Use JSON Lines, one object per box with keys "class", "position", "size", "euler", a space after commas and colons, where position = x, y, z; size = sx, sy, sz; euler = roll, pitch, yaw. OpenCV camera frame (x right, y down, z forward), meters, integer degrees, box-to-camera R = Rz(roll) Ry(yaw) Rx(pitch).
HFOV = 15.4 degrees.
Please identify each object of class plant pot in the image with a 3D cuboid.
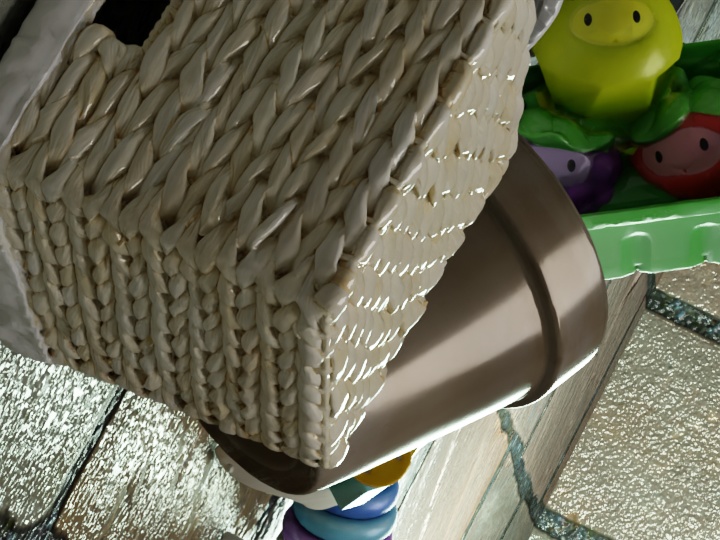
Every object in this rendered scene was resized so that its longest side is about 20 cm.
{"class": "plant pot", "position": [-0.003, 0.020, 1.385], "size": [0.174, 0.200, 0.200], "euler": [-38, 157, -27]}

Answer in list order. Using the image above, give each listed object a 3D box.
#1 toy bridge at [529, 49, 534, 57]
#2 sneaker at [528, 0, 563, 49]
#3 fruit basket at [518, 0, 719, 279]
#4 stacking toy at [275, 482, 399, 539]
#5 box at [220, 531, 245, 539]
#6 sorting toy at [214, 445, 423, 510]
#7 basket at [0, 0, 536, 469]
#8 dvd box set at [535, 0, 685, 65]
{"class": "toy bridge", "position": [0.086, -0.077, 1.749], "size": [0.027, 0.067, 0.200], "euler": [-74, 163, -57]}
{"class": "sneaker", "position": [0.061, -0.131, 1.592], "size": [0.200, 0.078, 0.099], "euler": [-57, 177, 12]}
{"class": "fruit basket", "position": [0.158, -0.101, 1.641], "size": [0.216, 0.215, 0.156], "euler": [104, -14, -47]}
{"class": "stacking toy", "position": [-0.003, 0.126, 1.854], "size": [0.085, 0.085, 0.200], "euler": [-45, 151, -59]}
{"class": "box", "position": [-0.020, 0.269, 1.745], "size": [0.101, 0.200, 0.113], "euler": [-61, 168, -14]}
{"class": "sorting toy", "position": [0.009, 0.081, 1.679], "size": [0.200, 0.107, 0.180], "euler": [-56, 169, -16]}
{"class": "basket", "position": [-0.040, -0.051, 1.061], "size": [0.198, 0.161, 0.200], "euler": [-60, 170, -21]}
{"class": "dvd box set", "position": [0.140, -0.117, 1.850], "size": [0.146, 0.029, 0.200], "euler": [-56, -171, -25]}
